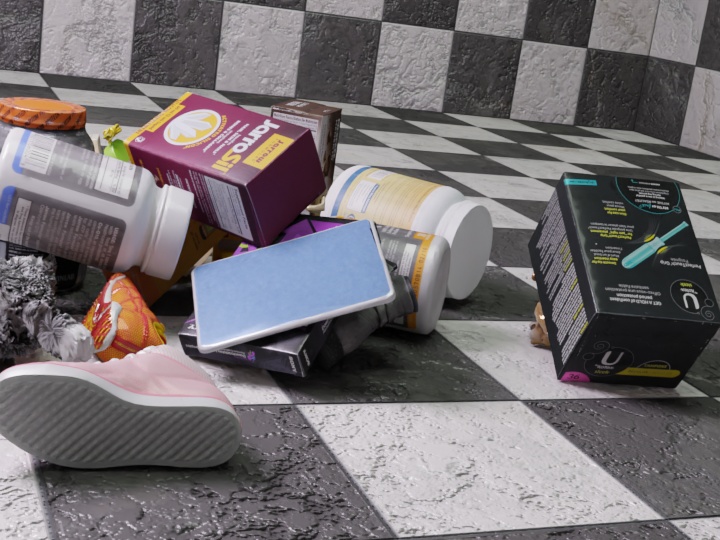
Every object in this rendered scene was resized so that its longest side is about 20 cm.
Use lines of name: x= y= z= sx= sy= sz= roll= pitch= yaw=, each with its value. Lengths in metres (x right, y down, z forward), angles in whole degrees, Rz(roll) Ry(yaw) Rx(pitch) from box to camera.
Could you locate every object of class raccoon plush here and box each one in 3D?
raccoon plush: x=-0.299 y=0.049 z=1.071 sx=0.199 sy=0.098 sz=0.133 roll=33 pitch=15 yaw=24

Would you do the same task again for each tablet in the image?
tablet: x=-0.070 y=0.014 z=1.118 sx=0.197 sy=0.014 sz=0.131 roll=-16 pitch=40 yaw=0

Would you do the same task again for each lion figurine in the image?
lion figurine: x=0.277 y=0.048 z=1.379 sx=0.197 sy=0.073 sz=0.124 roll=5 pitch=48 yaw=-38

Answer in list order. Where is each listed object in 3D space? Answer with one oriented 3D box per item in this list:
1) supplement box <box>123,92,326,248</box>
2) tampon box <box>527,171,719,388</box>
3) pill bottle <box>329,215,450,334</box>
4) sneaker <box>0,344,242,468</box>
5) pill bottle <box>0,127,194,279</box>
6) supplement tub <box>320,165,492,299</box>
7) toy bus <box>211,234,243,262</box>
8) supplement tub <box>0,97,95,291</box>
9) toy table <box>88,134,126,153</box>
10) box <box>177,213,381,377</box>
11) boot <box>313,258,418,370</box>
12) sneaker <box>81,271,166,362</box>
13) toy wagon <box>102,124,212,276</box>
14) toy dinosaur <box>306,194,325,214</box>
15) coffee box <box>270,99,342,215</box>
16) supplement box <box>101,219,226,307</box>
supplement box: x=-0.149 y=-0.115 z=1.237 sx=0.198 sy=0.087 sz=0.110 roll=20 pitch=51 yaw=35
tampon box: x=0.288 y=0.011 z=1.255 sx=0.147 sy=0.127 sz=0.202 roll=5 pitch=50 yaw=-11
pill bottle: x=0.000 y=0.000 z=1.319 sx=0.196 sy=0.119 sz=0.116 roll=12 pitch=15 yaw=12
sneaker: x=-0.198 y=0.103 z=0.902 sx=0.197 sy=0.077 sz=0.105 roll=11 pitch=17 yaw=-22
pill bottle: x=-0.279 y=-0.064 z=1.168 sx=0.197 sy=0.115 sz=0.114 roll=18 pitch=12 yaw=-14
supplement tub: x=0.059 y=-0.048 z=1.471 sx=0.197 sy=0.147 sz=0.144 roll=17 pitch=17 yaw=31
toy bus: x=-0.152 y=-0.028 z=1.410 sx=0.064 sy=0.080 sz=0.200 roll=7 pitch=15 yaw=-6
supplement tub: x=-0.364 y=-0.087 z=1.270 sx=0.120 sy=0.204 sz=0.123 roll=8 pitch=14 yaw=-2
toy table: x=-0.352 y=-0.109 z=1.481 sx=0.181 sy=0.119 sz=0.200 roll=-9 pitch=16 yaw=-21
box: x=-0.080 y=0.017 z=1.155 sx=0.141 sy=0.036 sz=0.201 roll=6 pitch=45 yaw=25
boot: x=-0.032 y=0.024 z=1.215 sx=0.131 sy=0.071 sz=0.200 roll=-31 pitch=43 yaw=-20
sneaker: x=-0.232 y=0.058 z=1.108 sx=0.077 sy=0.074 sz=0.200 roll=32 pitch=7 yaw=-19
toy wagon: x=-0.260 y=-0.090 z=1.402 sx=0.039 sy=0.201 sz=0.155 roll=-33 pitch=12 yaw=22
toy dinosaur: x=-0.096 y=-0.075 z=1.423 sx=0.099 sy=0.059 sz=0.201 roll=6 pitch=28 yaw=-6
coffee box: x=-0.087 y=-0.133 z=1.593 sx=0.078 sy=0.204 sz=0.113 roll=11 pitch=14 yaw=11
supplement box: x=-0.210 y=-0.050 z=1.302 sx=0.068 sy=0.067 sz=0.200 roll=19 pitch=50 yaw=35
